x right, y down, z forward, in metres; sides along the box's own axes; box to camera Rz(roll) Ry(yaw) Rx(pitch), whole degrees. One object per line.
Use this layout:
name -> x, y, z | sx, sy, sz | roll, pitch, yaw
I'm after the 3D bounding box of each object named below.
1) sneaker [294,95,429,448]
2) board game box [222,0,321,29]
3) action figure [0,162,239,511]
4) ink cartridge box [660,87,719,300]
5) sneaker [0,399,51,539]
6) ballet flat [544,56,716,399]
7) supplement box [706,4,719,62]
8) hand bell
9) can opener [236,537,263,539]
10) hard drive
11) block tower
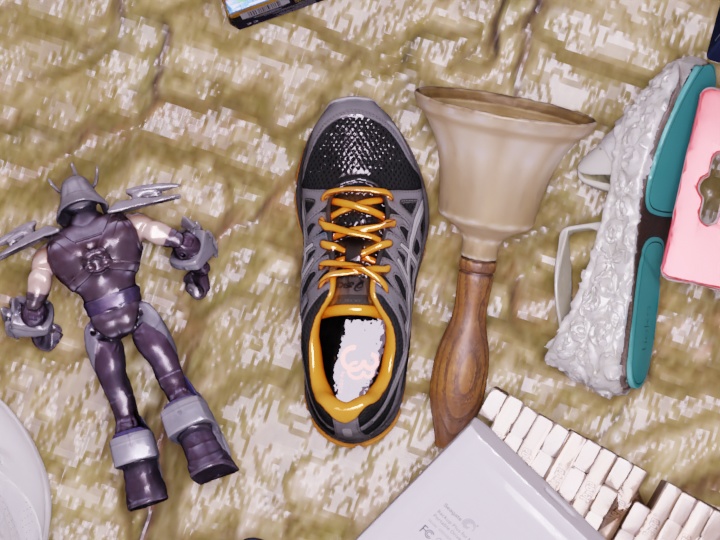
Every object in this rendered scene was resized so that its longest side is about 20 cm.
sneaker -> 0.000, 0.000, 1.337 | 0.078, 0.077, 0.201 | -2, 86, 4
board game box -> -0.008, -0.250, 1.357 | 0.199, 0.057, 0.166 | -19, 85, 2
action figure -> -0.136, 0.033, 1.350 | 0.130, 0.069, 0.201 | -21, 83, 9
ink cartridge box -> 0.274, -0.026, 1.328 | 0.199, 0.067, 0.117 | 13, 88, 3
sneaker -> -0.211, 0.145, 1.313 | 0.075, 0.089, 0.201 | -11, 63, -2
ballet flat -> 0.146, -0.029, 1.338 | 0.072, 0.072, 0.201 | 14, 88, 3
supplement box -> 0.308, -0.187, 1.240 | 0.199, 0.134, 0.201 | 16, 89, 3
hand bell -> 0.066, 0.004, 1.343 | 0.104, 0.104, 0.201 | 10, 102, 3
can opener -> -0.137, 0.192, 1.346 | 0.199, 0.079, 0.064 | -10, 82, 15
hard drive -> 0.044, 0.197, 1.322 | 0.132, 0.026, 0.200 | 44, 108, 1
block tower -> 0.150, 0.136, 1.336 | 0.200, 0.054, 0.058 | 30, 89, 4
